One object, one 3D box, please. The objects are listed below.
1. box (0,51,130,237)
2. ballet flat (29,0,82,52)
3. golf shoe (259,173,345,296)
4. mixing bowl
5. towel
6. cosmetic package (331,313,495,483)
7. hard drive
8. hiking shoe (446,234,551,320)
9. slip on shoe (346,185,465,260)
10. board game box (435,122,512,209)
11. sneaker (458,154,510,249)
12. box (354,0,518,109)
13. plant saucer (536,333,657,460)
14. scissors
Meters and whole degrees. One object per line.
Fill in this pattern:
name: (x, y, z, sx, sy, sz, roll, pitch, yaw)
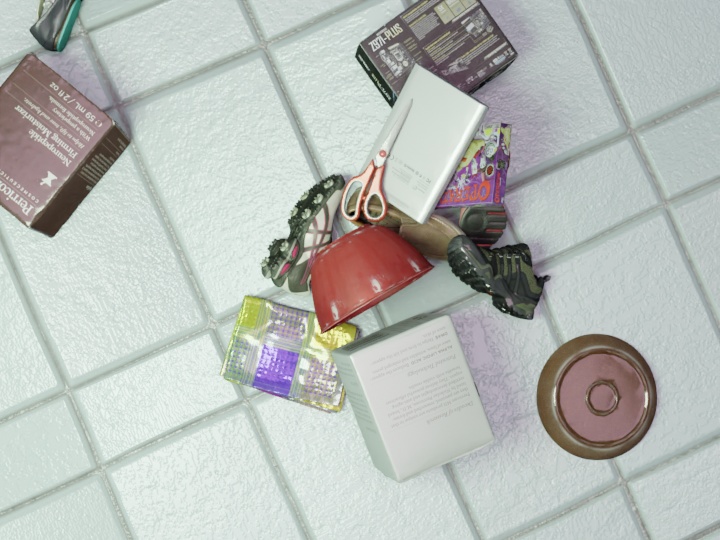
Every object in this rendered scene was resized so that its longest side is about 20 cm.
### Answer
box: (-0.475, -0.182, 1.642, 0.166, 0.164, 0.201, 38, 85, -1)
ballet flat: (-0.452, -0.438, 1.707, 0.073, 0.073, 0.201, 28, 87, -2)
golf shoe: (-0.074, -0.057, 1.723, 0.088, 0.077, 0.201, 36, 82, -27)
mixing bowl: (0.000, 0.000, 1.653, 0.199, 0.200, 0.109, -30, 87, -5)
towel: (-0.107, 0.130, 1.724, 0.198, 0.023, 0.145, 18, 86, -3)
cosmetic package: (0.075, 0.186, 1.653, 0.164, 0.165, 0.202, -22, 93, -11)
hard drive: (0.092, -0.191, 1.663, 0.131, 0.027, 0.201, 35, 109, 19)
hiking shoe: (0.214, -0.010, 1.716, 0.200, 0.075, 0.101, 40, 72, -32)
slip on shoe: (0.070, -0.065, 1.714, 0.199, 0.061, 0.076, 29, 125, 0)
board game box: (0.151, -0.156, 1.678, 0.032, 0.199, 0.121, 4, 88, -34)
sneaker: (0.197, -0.124, 1.740, 0.073, 0.087, 0.202, 8, 110, -3)
box: (0.118, -0.338, 1.735, 0.199, 0.086, 0.164, -37, 90, -6)
plant saucer: (0.381, 0.202, 1.753, 0.198, 0.034, 0.202, 0, 86, -5)
scissors: (0.023, -0.168, 1.666, 0.073, 0.014, 0.202, 15, 101, 9)
